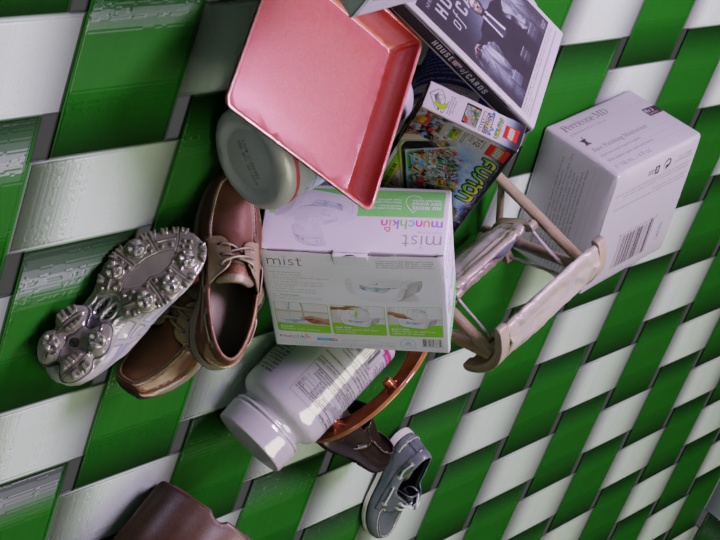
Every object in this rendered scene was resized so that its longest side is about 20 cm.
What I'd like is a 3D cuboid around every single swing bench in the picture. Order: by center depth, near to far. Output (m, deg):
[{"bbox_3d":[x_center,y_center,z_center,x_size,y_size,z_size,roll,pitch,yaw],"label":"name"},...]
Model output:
[{"bbox_3d":[0.169,0.009,2.096,0.199,0.200,0.130,-38,148,-26],"label":"swing bench"}]

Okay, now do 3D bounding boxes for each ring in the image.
[{"bbox_3d":[0.004,0.130,2.044,0.201,0.200,0.019,-47,107,-13],"label":"ring"}]

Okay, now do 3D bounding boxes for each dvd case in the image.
[{"bbox_3d":[0.124,-0.256,1.735,0.200,0.025,0.151,41,49,-25],"label":"dvd case"}]

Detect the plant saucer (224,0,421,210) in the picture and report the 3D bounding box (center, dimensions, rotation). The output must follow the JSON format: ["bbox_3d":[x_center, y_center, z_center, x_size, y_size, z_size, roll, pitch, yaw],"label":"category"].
[{"bbox_3d":[-0.040,-0.187,1.603,0.199,0.037,0.201,35,60,-36],"label":"plant saucer"}]

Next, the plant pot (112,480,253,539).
[{"bbox_3d":[-0.223,0.362,1.920,0.199,0.199,0.201,-56,153,-14],"label":"plant pot"}]

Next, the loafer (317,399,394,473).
[{"bbox_3d":[-0.002,0.209,2.189,0.072,0.073,0.200,-53,152,3],"label":"loafer"}]

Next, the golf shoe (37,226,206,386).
[{"bbox_3d":[-0.234,0.037,1.674,0.200,0.078,0.097,-41,167,-12],"label":"golf shoe"}]

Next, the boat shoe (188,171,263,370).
[{"bbox_3d":[-0.128,0.000,1.694,0.075,0.072,0.202,2,88,-22],"label":"boat shoe"}]

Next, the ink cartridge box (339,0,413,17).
[{"bbox_3d":[0.016,-0.338,1.472,0.175,0.201,0.084,-23,166,-45],"label":"ink cartridge box"}]

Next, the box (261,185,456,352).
[{"bbox_3d":[0.000,0.000,1.819,0.177,0.198,0.097,82,13,-51],"label":"box"}]

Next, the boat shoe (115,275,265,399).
[{"bbox_3d":[-0.180,0.048,1.754,0.200,0.075,0.074,-46,148,-32],"label":"boat shoe"}]

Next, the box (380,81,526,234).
[{"bbox_3d":[0.086,-0.114,1.760,0.200,0.109,0.035,123,-10,-61],"label":"box"}]

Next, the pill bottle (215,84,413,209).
[{"bbox_3d":[-0.042,-0.149,1.698,0.199,0.108,0.109,-33,146,-36],"label":"pill bottle"}]

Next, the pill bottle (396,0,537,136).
[{"bbox_3d":[0.122,-0.210,1.821,0.116,0.115,0.201,74,33,-56],"label":"pill bottle"}]

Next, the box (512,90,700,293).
[{"bbox_3d":[0.332,-0.108,2.288,0.198,0.130,0.201,-26,141,-41],"label":"box"}]

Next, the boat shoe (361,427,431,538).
[{"bbox_3d":[0.054,0.317,2.407,0.073,0.062,0.201,-24,140,-43],"label":"boat shoe"}]

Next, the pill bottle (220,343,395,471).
[{"bbox_3d":[-0.063,0.129,1.968,0.200,0.113,0.114,-46,151,-15],"label":"pill bottle"}]
